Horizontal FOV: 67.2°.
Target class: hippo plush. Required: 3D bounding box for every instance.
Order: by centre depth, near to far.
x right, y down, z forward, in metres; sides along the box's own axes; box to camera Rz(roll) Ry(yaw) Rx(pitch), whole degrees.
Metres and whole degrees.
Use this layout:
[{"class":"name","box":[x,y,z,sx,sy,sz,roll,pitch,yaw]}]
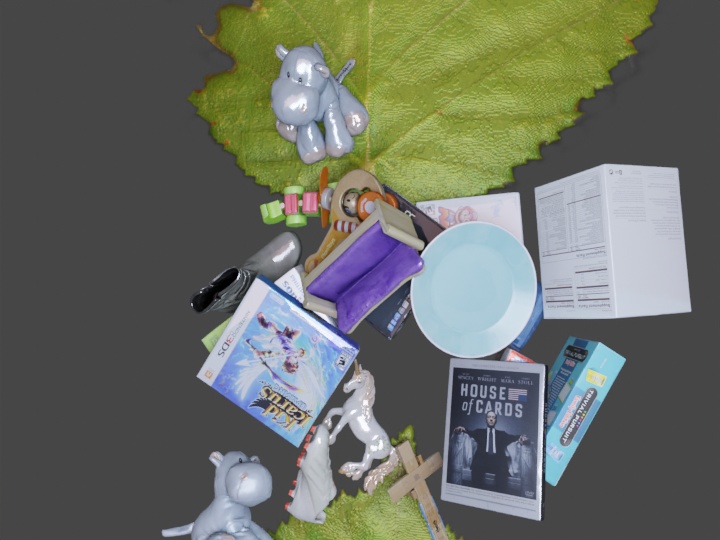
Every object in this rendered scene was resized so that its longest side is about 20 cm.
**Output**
[{"class":"hippo plush","box":[-0.065,-0.287,0.892,0.155,0.161,0.205,25,90,8]},{"class":"hippo plush","box":[-0.199,0.397,0.908,0.196,0.157,0.166,-4,62,47]}]

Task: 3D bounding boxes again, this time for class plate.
[{"class":"plate","box":[0.169,0.029,0.816,0.192,0.026,0.209,-1,100,-5]}]

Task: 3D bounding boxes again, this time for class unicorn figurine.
[{"class":"unicorn figurine","box":[-0.005,0.258,0.912,0.136,0.074,0.202,-36,99,3]}]

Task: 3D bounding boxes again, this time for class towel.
[{"class":"towel","box":[0.201,0.031,0.857,0.196,0.049,0.114,31,96,-9]}]

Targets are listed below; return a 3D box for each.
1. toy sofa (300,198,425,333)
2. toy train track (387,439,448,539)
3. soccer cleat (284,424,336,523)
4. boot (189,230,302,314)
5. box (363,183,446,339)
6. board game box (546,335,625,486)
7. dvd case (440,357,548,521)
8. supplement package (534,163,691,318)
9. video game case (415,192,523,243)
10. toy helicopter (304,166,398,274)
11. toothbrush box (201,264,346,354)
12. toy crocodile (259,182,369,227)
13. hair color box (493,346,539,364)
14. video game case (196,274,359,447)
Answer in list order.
[{"class":"toy sofa","box":[0.000,0.000,0.816,0.199,0.081,0.100,-41,48,29]},{"class":"toy train track","box":[0.102,0.381,0.901,0.112,0.032,0.206,-23,91,-28]},{"class":"soccer cleat","box":[-0.069,0.333,0.886,0.075,0.070,0.205,18,119,4]},{"class":"boot","box":[-0.186,0.008,0.912,0.199,0.131,0.068,-41,83,3]},{"class":"box","box":[0.047,-0.015,0.913,0.159,0.043,0.203,36,97,13]},{"class":"board game box","box":[0.310,0.205,0.828,0.046,0.151,0.204,30,91,7]},{"class":"dvd case","box":[0.193,0.235,0.782,0.146,0.025,0.208,-2,76,32]},{"class":"supplement package","box":[0.370,-0.036,0.811,0.146,0.150,0.209,-2,86,-21]},{"class":"video game case","box":[0.188,-0.021,0.920,0.175,0.024,0.208,-5,86,7]},{"class":"toy helicopter","box":[-0.038,-0.073,0.881,0.131,0.078,0.203,39,108,13]},{"class":"toothbrush box","box":[-0.141,0.111,0.914,0.198,0.086,0.148,-37,93,5]},{"class":"toy crocodile","box":[-0.078,-0.115,0.941,0.192,0.062,0.070,-4,86,6]},{"class":"hair color box","box":[0.214,0.227,0.859,0.062,0.111,0.205,26,89,7]},{"class":"video game case","box":[-0.128,0.142,0.852,0.197,0.045,0.184,34,96,-3]}]
